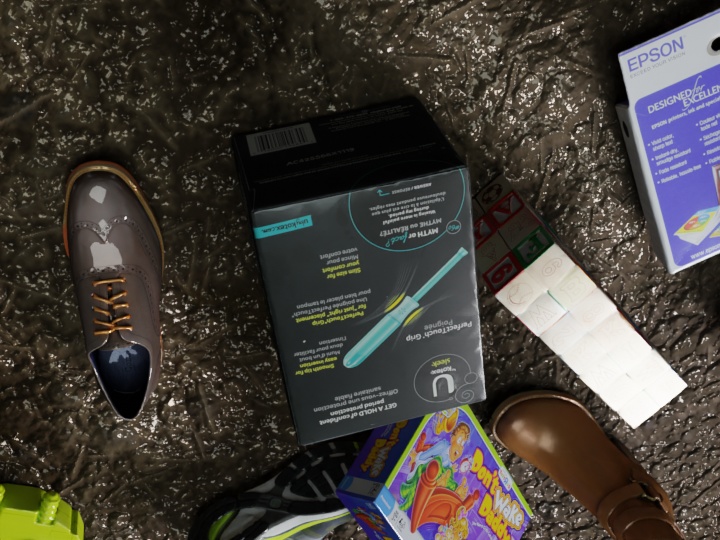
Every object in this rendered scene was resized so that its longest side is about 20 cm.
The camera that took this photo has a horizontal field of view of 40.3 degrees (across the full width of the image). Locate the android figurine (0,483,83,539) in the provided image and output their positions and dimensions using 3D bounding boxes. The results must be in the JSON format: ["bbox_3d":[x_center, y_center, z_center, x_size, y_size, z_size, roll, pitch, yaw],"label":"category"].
[{"bbox_3d":[-0.314,0.262,0.852,0.181,0.041,0.201,16,116,-21],"label":"android figurine"}]

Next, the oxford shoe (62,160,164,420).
[{"bbox_3d":[-0.177,0.018,0.723,0.071,0.073,0.201,-9,121,-8],"label":"oxford shoe"}]

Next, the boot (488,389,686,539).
[{"bbox_3d":[0.211,0.198,0.874,0.200,0.156,0.077,37,106,-28],"label":"boot"}]

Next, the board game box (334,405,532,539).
[{"bbox_3d":[0.071,0.205,0.863,0.135,0.045,0.201,-55,128,-31],"label":"board game box"}]

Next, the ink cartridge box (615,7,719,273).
[{"bbox_3d":[0.307,-0.123,0.776,0.197,0.043,0.201,-23,118,0],"label":"ink cartridge box"}]

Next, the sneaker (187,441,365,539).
[{"bbox_3d":[-0.053,0.220,0.883,0.199,0.074,0.081,-24,136,4],"label":"sneaker"}]

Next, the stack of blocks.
[{"bbox_3d":[0.167,0.026,0.788,0.059,0.115,0.200,-41,121,12],"label":"stack of blocks"}]

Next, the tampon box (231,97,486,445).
[{"bbox_3d":[0.000,0.000,0.725,0.149,0.127,0.201,-12,122,-6],"label":"tampon box"}]
